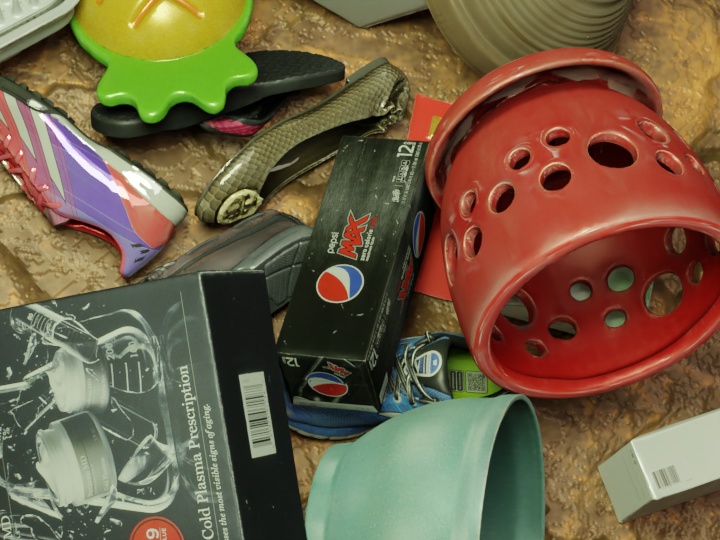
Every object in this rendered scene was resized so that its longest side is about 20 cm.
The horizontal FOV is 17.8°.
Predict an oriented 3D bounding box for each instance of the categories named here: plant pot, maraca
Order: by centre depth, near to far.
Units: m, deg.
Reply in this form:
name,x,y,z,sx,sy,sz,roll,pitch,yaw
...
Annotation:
name,x,y,z,sx,sy,sz,roll,pitch,yaw
plant pot,0.040,0.181,1.561,0.134,0.200,0.201,2,69,16
plant pot,0.145,-0.037,1.591,0.200,0.201,0.183,-10,52,-15
maraca,-0.142,-0.182,1.658,0.137,0.107,0.200,-11,51,-4
plant pot,0.145,-0.240,1.720,0.201,0.093,0.201,10,73,-37

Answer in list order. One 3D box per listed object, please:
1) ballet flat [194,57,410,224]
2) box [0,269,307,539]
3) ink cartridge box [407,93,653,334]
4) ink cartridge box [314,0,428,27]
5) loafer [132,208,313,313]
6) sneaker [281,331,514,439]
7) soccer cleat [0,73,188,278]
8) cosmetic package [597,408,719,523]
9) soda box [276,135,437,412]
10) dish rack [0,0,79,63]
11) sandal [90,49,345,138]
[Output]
name,x,y,z,sx,sy,sz,roll,pitch,yaw
ballet flat,-0.038,-0.089,1.688,0.200,0.067,0.046,-36,78,-27
box,-0.148,0.112,1.510,0.182,0.104,0.200,-11,87,22
ink cartridge box,0.127,-0.044,1.717,0.200,0.050,0.161,16,69,-9
ink cartridge box,-0.006,-0.306,1.722,0.147,0.083,0.200,25,64,-41
loafer,-0.119,0.018,1.642,0.200,0.072,0.063,-29,45,-21
sneaker,0.029,0.072,1.634,0.199,0.089,0.079,-3,72,-12
soccer cleat,-0.221,-0.075,1.645,0.200,0.068,0.073,35,83,2
cosmetic package,0.280,0.124,1.677,0.200,0.083,0.051,-17,74,-17
soda box,0.000,0.000,1.616,0.071,0.063,0.200,5,52,17
dish rack,-0.310,-0.207,1.651,0.171,0.044,0.200,-31,59,-20
sandal,-0.104,-0.120,1.685,0.200,0.075,0.045,-19,116,-25
